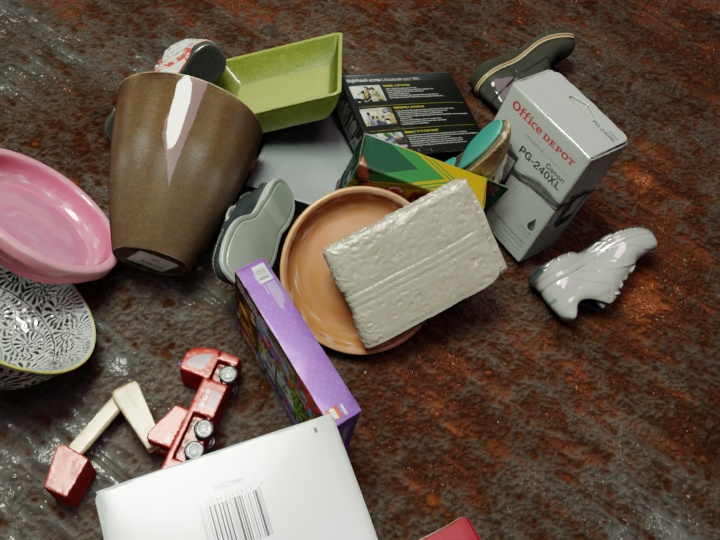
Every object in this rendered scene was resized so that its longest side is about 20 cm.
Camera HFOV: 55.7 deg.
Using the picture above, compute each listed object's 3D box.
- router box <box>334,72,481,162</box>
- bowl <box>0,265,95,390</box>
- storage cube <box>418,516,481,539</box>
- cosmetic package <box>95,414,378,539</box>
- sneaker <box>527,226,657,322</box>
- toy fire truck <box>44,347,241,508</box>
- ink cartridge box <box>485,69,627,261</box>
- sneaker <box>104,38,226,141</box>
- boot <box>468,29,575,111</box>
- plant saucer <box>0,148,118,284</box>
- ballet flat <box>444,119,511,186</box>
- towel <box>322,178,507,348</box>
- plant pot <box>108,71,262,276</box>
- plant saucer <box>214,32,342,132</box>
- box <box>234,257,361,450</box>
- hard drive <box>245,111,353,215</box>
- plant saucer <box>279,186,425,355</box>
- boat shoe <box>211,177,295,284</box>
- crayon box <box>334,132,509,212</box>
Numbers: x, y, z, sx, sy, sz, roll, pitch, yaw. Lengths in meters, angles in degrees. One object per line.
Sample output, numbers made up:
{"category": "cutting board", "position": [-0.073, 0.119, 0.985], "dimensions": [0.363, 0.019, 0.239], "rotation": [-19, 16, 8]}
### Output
{"category": "router box", "position": [0.072, -0.215, 0.991], "dimensions": [0.198, 0.051, 0.150], "rotation": [-9, 65, -27]}
{"category": "bowl", "position": [-0.394, 0.058, 0.719], "dimensions": [0.094, 0.200, 0.201], "rotation": [-43, 67, 14]}
{"category": "storage cube", "position": [0.049, 0.350, 0.585], "dimensions": [0.198, 0.172, 0.181], "rotation": [-21, 62, -20]}
{"category": "cosmetic package", "position": [-0.107, 0.245, 0.607], "dimensions": [0.197, 0.201, 0.124], "rotation": [-15, 64, -18]}
{"category": "sneaker", "position": [0.322, 0.005, 0.919], "dimensions": [0.198, 0.075, 0.088], "rotation": [-24, 76, -15]}
{"category": "toy fire truck", "position": [-0.224, 0.163, 0.729], "dimensions": [0.140, 0.049, 0.201], "rotation": [18, 57, 3]}
{"category": "ink cartridge box", "position": [0.230, -0.135, 0.898], "dimensions": [0.083, 0.201, 0.146], "rotation": [-24, 63, -32]}
{"category": "sneaker", "position": [-0.285, -0.258, 0.982], "dimensions": [0.201, 0.067, 0.108], "rotation": [-42, 34, -3]}
{"category": "boot", "position": [0.292, -0.295, 1.099], "dimensions": [0.199, 0.078, 0.139], "rotation": [-29, 70, -10]}
{"category": "plant saucer", "position": [-0.376, -0.055, 0.786], "dimensions": [0.051, 0.200, 0.201], "rotation": [-45, 68, 16]}
{"category": "ballet flat", "position": [0.148, -0.130, 0.897], "dimensions": [0.065, 0.200, 0.071], "rotation": [35, 61, -14]}
{"category": "towel", "position": [0.066, -0.011, 0.803], "dimensions": [0.199, 0.034, 0.134], "rotation": [-26, 99, -7]}
{"category": "plant pot", "position": [-0.231, -0.102, 0.837], "dimensions": [0.185, 0.187, 0.202], "rotation": [11, 71, -3]}
{"category": "plant saucer", "position": [-0.116, -0.255, 0.965], "dimensions": [0.198, 0.048, 0.201], "rotation": [-11, 40, 8]}
{"category": "box", "position": [-0.074, 0.103, 0.740], "dimensions": [0.039, 0.137, 0.201], "rotation": [-26, 65, -22]}
{"category": "hard drive", "position": [-0.066, -0.167, 0.974], "dimensions": [0.138, 0.033, 0.201], "rotation": [17, 57, 1]}
{"category": "plant saucer", "position": [0.000, 0.000, 0.830], "dimensions": [0.198, 0.037, 0.203], "rotation": [0, 90, -11]}
{"category": "boat shoe", "position": [-0.137, -0.042, 0.828], "dimensions": [0.060, 0.076, 0.200], "rotation": [-17, 23, 26]}
{"category": "crayon box", "position": [0.074, -0.092, 0.876], "dimensions": [0.198, 0.127, 0.051], "rotation": [17, 63, -12]}
